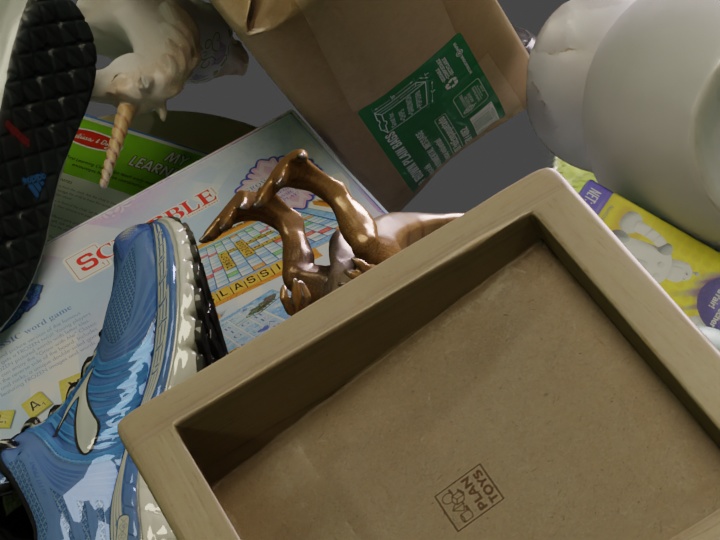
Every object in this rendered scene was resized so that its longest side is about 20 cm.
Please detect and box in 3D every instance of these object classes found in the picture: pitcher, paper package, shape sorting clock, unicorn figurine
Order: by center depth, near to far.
[{"bbox_3d":[0.168,-0.063,0.906,0.170,0.122,0.200,5,8,-9],"label":"pitcher"},{"bbox_3d":[-0.025,-0.149,0.996,0.103,0.200,0.191,-37,61,3],"label":"paper package"},{"bbox_3d":[-0.110,-0.004,1.001,0.199,0.039,0.201,-7,46,7],"label":"shape sorting clock"},{"bbox_3d":[-0.112,-0.113,1.040,0.137,0.074,0.200,25,21,21],"label":"unicorn figurine"}]

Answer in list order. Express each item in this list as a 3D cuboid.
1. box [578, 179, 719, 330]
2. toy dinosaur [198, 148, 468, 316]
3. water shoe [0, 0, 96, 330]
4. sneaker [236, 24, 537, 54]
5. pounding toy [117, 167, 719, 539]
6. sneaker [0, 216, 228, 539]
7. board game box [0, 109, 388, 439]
[{"bbox_3d":[0.137,0.063,0.797,0.199,0.048,0.117,31,55,9],"label":"box"},{"bbox_3d":[0.000,0.000,0.827,0.060,0.106,0.200,-43,13,23],"label":"toy dinosaur"},{"bbox_3d":[-0.172,-0.032,0.921,0.079,0.072,0.201,-10,43,36],"label":"water shoe"},{"bbox_3d":[0.007,-0.134,1.129,0.199,0.080,0.075,21,44,32],"label":"sneaker"},{"bbox_3d":[0.069,0.093,0.656,0.199,0.143,0.184,-30,46,-7],"label":"pounding toy"},{"bbox_3d":[-0.094,0.060,0.793,0.089,0.079,0.201,-4,46,8],"label":"sneaker"},{"bbox_3d":[-0.061,0.043,0.885,0.199,0.041,0.200,-28,46,-14],"label":"board game box"}]
